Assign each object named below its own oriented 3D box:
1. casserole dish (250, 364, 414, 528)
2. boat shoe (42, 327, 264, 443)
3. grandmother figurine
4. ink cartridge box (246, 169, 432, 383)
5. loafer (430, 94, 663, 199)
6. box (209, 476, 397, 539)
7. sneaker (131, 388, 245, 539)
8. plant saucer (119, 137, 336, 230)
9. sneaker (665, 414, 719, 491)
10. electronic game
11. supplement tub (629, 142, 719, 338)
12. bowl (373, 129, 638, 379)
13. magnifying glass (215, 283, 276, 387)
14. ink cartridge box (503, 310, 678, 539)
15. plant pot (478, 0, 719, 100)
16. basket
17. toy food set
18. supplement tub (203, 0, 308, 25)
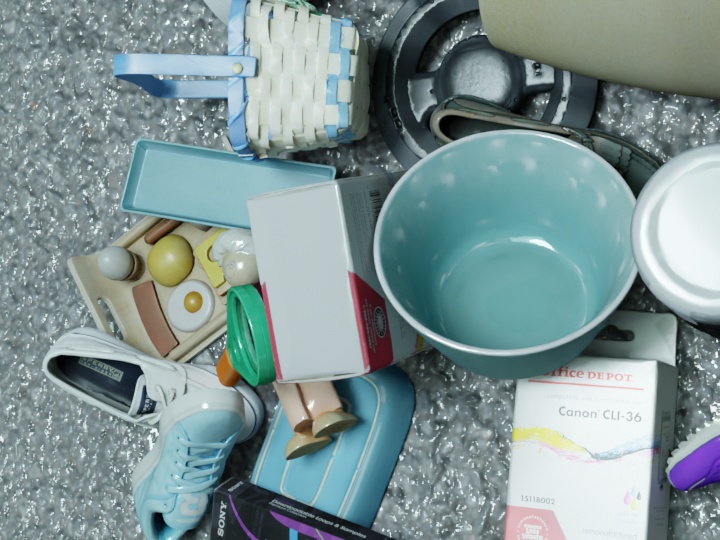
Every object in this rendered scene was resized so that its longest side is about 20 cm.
[{"bbox_3d":[-0.031,0.153,1.297,0.121,0.039,0.201,22,92,26],"label":"casserole dish"},{"bbox_3d":[-0.185,0.111,1.331,0.199,0.065,0.074,16,106,5],"label":"boat shoe"},{"bbox_3d":[-0.069,0.050,1.273,0.121,0.060,0.201,-37,69,27],"label":"grandmother figurine"},{"bbox_3d":[0.000,0.000,1.199,0.085,0.200,0.148,-10,91,23],"label":"ink cartridge box"},{"bbox_3d":[0.147,-0.087,1.204,0.199,0.063,0.072,19,101,9],"label":"loafer"},{"bbox_3d":[-0.041,0.272,1.262,0.199,0.036,0.144,17,111,28],"label":"box"},{"bbox_3d":[-0.141,0.174,1.288,0.200,0.074,0.082,121,141,-49],"label":"sneaker"},{"bbox_3d":[-0.117,-0.070,1.336,0.199,0.019,0.070,10,81,20],"label":"plant saucer"},{"bbox_3d":[0.325,0.135,1.110,0.200,0.069,0.100,-30,73,20],"label":"sneaker"},{"bbox_3d":[0.104,-0.159,1.274,0.199,0.042,0.201,0,90,22],"label":"electronic game"},{"bbox_3d":[0.266,-0.014,1.082,0.122,0.200,0.123,-3,81,18],"label":"supplement tub"},{"bbox_3d":[0.115,0.003,1.152,0.200,0.105,0.202,-5,56,7],"label":"bowl"},{"bbox_3d":[-0.096,0.065,1.233,0.022,0.200,0.080,-14,79,-17],"label":"magnifying glass"},{"bbox_3d":[0.182,0.127,1.181,0.116,0.067,0.201,2,83,26],"label":"ink cartridge box"},{"bbox_3d":[0.197,-0.221,1.152,0.199,0.187,0.188,2,83,23],"label":"plant pot"},{"bbox_3d":[-0.093,-0.161,1.268,0.199,0.176,0.140,-3,92,4],"label":"basket"},{"bbox_3d":[-0.164,-0.008,1.371,0.200,0.060,0.144,-37,69,17],"label":"toy food set"},{"bbox_3d":[-0.051,-0.310,1.321,0.199,0.132,0.132,-28,72,19],"label":"supplement tub"}]
